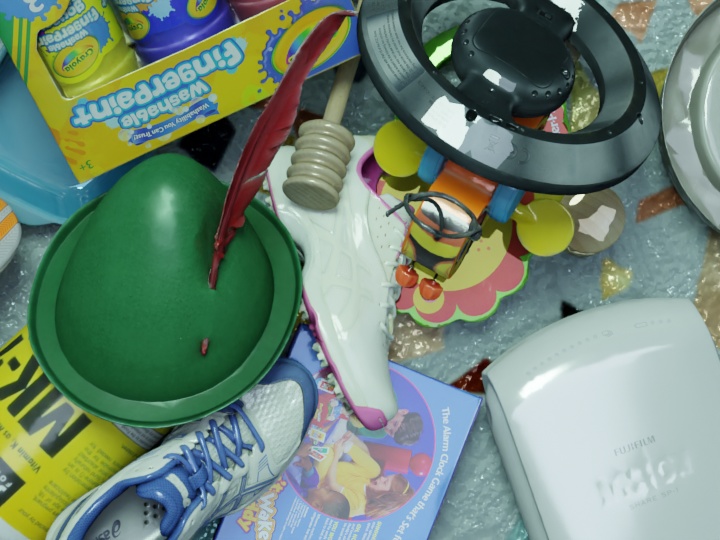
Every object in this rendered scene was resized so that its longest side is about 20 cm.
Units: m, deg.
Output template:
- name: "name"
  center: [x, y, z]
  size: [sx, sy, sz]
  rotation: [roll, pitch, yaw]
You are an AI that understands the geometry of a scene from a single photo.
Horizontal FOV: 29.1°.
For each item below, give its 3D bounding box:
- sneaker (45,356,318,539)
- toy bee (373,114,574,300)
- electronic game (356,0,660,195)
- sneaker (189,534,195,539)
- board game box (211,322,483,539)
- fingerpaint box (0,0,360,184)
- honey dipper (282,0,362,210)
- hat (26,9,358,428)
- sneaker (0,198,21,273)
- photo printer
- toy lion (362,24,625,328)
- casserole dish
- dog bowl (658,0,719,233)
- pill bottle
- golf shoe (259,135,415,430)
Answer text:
- name: "sneaker"
  center: [-0.100, 0.128, 0.834]
  size: [0.200, 0.088, 0.075]
  rotation: [-41, 94, -12]
- name: "toy bee"
  center: [0.054, -0.043, 0.857]
  size: [0.199, 0.109, 0.131]
  rotation: [-22, 56, -42]
- name: "electronic game"
  center: [0.092, -0.125, 0.847]
  size: [0.199, 0.042, 0.201]
  rotation: [13, 49, -15]
- name: "sneaker"
  center: [-0.165, 0.181, 0.906]
  size: [0.075, 0.082, 0.200]
  rotation: [43, 85, -2]
- name: "board game box"
  center: [-0.017, 0.153, 0.938]
  size: [0.134, 0.045, 0.201]
  rotation: [23, 86, -3]
- name: "fingerpaint box"
  center: [-0.117, -0.172, 0.828]
  size: [0.199, 0.073, 0.168]
  rotation: [-24, 123, -2]
- name: "honey dipper"
  center: [-0.009, -0.134, 0.900]
  size: [0.038, 0.038, 0.201]
  rotation: [15, 66, -4]
- name: "hat"
  center: [-0.112, -0.037, 0.779]
  size: [0.165, 0.176, 0.201]
  rotation: [17, 61, 9]
- name: "sneaker"
  center: [-0.291, 0.042, 0.868]
  size: [0.078, 0.112, 0.200]
  rotation: [42, 47, 0]
- name: "photo printer"
  center: [0.181, 0.124, 0.942]
  size: [0.165, 0.069, 0.201]
  rotation: [-19, 89, -5]
- name: "toy lion"
  center: [0.074, -0.067, 0.951]
  size: [0.190, 0.069, 0.201]
  rotation: [-11, 88, 3]
- name: "casserole dish"
  center: [-0.180, -0.121, 0.904]
  size: [0.121, 0.039, 0.200]
  rotation: [28, 108, -28]
- name: "dog bowl"
  center: [0.299, -0.104, 0.967]
  size: [0.199, 0.059, 0.202]
  rotation: [0, 88, -5]
- name: "pill bottle"
  center: [-0.207, 0.106, 0.890]
  size: [0.200, 0.114, 0.114]
  rotation: [-44, 91, -5]
- name: "golf shoe"
  center: [0.000, 0.000, 0.891]
  size: [0.091, 0.075, 0.201]
  rotation: [-18, 73, 2]
